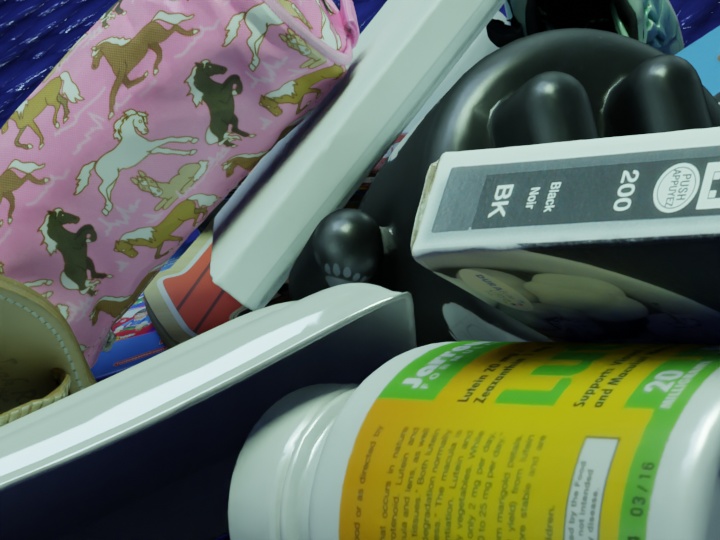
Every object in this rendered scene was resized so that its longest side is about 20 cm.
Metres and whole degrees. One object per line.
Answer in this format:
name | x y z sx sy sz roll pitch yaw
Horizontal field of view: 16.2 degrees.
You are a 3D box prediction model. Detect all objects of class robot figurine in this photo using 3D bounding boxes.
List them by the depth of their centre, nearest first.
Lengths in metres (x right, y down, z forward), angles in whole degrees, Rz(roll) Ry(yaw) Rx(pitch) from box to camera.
robot figurine | 0.066 -0.016 0.917 0.125 0.150 0.200 -64 6 -18

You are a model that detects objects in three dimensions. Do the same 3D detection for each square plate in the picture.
square plate | -0.072 0.068 0.894 0.200 0.028 0.198 -25 -17 -4

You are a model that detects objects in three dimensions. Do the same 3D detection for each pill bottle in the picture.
pill bottle | 0.055 0.077 0.770 0.200 0.111 0.111 -1 29 46

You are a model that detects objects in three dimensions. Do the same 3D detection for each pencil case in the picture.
pencil case | -0.089 -0.046 1.002 0.200 0.083 0.086 -48 -23 16

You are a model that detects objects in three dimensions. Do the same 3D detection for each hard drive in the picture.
hard drive | 0.012 -0.080 1.004 0.200 0.027 0.132 -51 9 8

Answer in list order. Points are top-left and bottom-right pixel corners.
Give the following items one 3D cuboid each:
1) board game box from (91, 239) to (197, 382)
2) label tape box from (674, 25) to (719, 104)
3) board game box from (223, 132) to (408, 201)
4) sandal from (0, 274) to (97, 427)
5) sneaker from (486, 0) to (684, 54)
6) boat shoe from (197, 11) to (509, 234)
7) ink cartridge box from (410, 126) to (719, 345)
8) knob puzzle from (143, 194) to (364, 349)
board game box | -0.155 0.057 1.143 0.200 0.045 0.135 -18 20 11
label tape box | 0.217 -0.055 0.979 0.144 0.063 0.200 -32 29 -27
board game box | -0.002 -0.047 1.152 0.200 0.019 0.103 -1 -6 17
sandal | -0.133 0.067 0.962 0.077 0.212 0.070 -18 63 10
sneaker | 0.102 -0.099 1.132 0.074 0.200 0.118 -22 48 13
boat shoe | -0.018 -0.080 1.234 0.200 0.066 0.070 -32 22 33
ink cartridge box | 0.152 0.011 0.746 0.200 0.198 0.043 -5 65 44
knob puzzle | 0.000 0.000 1.075 0.219 0.031 0.220 -5 23 2
